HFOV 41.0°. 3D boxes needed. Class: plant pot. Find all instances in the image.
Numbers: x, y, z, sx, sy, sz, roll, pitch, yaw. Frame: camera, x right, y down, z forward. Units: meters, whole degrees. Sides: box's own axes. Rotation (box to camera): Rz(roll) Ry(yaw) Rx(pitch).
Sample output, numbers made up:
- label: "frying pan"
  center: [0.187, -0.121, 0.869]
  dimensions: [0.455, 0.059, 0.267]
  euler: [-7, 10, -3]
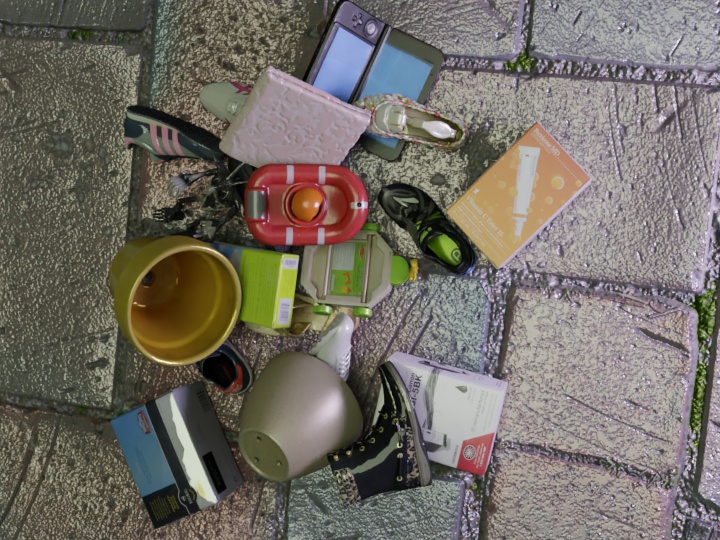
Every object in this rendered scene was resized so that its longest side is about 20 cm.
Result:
- label: "plant pot"
  center: [-0.324, 0.032, 1.590]
  dimensions: [0.188, 0.199, 0.203]
  euler: [26, 100, 53]

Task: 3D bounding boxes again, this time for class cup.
- label: "cup"
  center: [-0.115, 0.255, 1.552]
  dimensions: [0.198, 0.143, 0.203]
  euler: [19, 129, 25]

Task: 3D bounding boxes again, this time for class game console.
- label: "game console"
  center: [0.012, -0.306, 1.559]
  dimensions: [0.118, 0.171, 0.202]
  euler: [32, 99, 42]

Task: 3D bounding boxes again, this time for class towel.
- label: "towel"
  center: [-0.106, -0.223, 1.539]
  dimensions: [0.189, 0.033, 0.200]
  euler: [20, 140, -20]

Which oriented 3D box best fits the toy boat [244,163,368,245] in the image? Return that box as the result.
- label: "toy boat"
  center: [-0.084, -0.104, 1.528]
  dimensions: [0.197, 0.131, 0.133]
  euler: [-1, 94, -8]

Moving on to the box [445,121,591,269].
- label: "box"
  center: [0.250, -0.116, 1.519]
  dimensions: [0.200, 0.097, 0.125]
  euler: [-45, 82, 11]

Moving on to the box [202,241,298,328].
- label: "box"
  center: [-0.194, 0.022, 1.623]
  dimensions: [0.198, 0.047, 0.124]
  euler: [10, 94, 41]

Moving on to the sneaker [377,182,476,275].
- label: "sneaker"
  center: [0.109, -0.071, 1.561]
  dimensions: [0.200, 0.083, 0.071]
  euler: [45, 100, 8]

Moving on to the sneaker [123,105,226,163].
- label: "sneaker"
  center: [-0.323, -0.217, 1.675]
  dimensions: [0.198, 0.070, 0.083]
  euler: [25, 114, 14]

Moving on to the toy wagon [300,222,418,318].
- label: "toy wagon"
  center: [0.000, 0.000, 1.596]
  dimensions: [0.197, 0.040, 0.158]
  euler: [3, 77, 12]

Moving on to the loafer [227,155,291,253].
- label: "loafer"
  center: [-0.172, -0.120, 1.641]
  dimensions: [0.070, 0.068, 0.203]
  euler: [-21, 90, 46]

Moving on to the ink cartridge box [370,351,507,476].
- label: "ink cartridge box"
  center: [0.126, 0.231, 1.569]
  dimensions: [0.197, 0.083, 0.149]
  euler: [14, 96, 12]

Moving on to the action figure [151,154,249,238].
- label: "action figure"
  center: [-0.265, -0.109, 1.610]
  dimensions: [0.199, 0.102, 0.120]
  euler: [-34, 87, 40]

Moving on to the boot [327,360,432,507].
- label: "boot"
  center: [0.017, 0.258, 1.497]
  dimensions: [0.152, 0.073, 0.206]
  euler: [-17, 94, -4]

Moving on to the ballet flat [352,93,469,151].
- label: "ballet flat"
  center: [0.083, -0.240, 1.540]
  dimensions: [0.197, 0.064, 0.077]
  euler: [9, 100, -8]

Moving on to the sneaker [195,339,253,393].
- label: "sneaker"
  center: [-0.269, 0.132, 1.657]
  dimensions: [0.200, 0.084, 0.075]
  euler: [42, 100, 9]

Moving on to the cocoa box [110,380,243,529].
- label: "cocoa box"
  center: [-0.312, 0.312, 1.649]
  dimensions: [0.130, 0.133, 0.202]
  euler: [-25, 87, 13]

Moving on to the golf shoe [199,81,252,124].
- label: "golf shoe"
  center: [-0.188, -0.272, 1.620]
  dimensions: [0.198, 0.092, 0.074]
  euler: [22, 97, 13]

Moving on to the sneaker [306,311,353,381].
- label: "sneaker"
  center: [-0.047, 0.147, 1.586]
  dimensions: [0.080, 0.076, 0.201]
  euler: [37, 135, 5]

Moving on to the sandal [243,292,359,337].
- label: "sandal"
  center: [-0.110, 0.077, 1.625]
  dimensions: [0.208, 0.070, 0.079]
  euler: [3, 93, 13]
